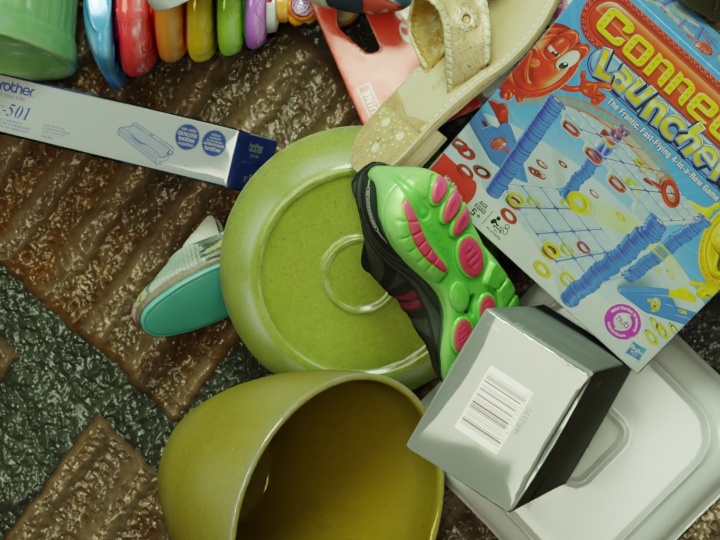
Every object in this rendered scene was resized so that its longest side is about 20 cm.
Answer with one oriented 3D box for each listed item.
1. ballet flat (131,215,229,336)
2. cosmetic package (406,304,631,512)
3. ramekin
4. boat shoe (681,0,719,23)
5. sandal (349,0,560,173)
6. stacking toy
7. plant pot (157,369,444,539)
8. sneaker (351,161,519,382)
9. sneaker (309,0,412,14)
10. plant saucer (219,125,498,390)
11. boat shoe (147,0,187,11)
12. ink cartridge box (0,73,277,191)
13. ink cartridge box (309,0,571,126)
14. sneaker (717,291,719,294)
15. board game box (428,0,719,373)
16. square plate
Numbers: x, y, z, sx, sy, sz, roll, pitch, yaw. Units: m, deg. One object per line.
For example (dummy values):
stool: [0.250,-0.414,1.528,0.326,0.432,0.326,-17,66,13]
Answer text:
ballet flat: [-0.077,-0.019,1.571,0.199,0.069,0.071,-25,54,6]
cosmetic package: [0.109,0.086,1.417,0.090,0.200,0.107,32,99,16]
ramekin: [-0.295,-0.210,1.567,0.198,0.200,0.099,9,83,15]
boat shoe: [0.267,-0.185,1.426,0.072,0.200,0.066,-40,48,28]
sandal: [0.056,-0.155,1.451,0.212,0.070,0.078,-52,43,0]
stacking toy: [-0.097,-0.194,1.570,0.198,0.110,0.117,2,80,1]
plant pot: [-0.060,0.155,1.508,0.141,0.199,0.202,15,93,44]
sneaker: [0.049,0.000,1.470,0.077,0.201,0.084,-36,40,-19]
sneaker: [0.018,-0.271,1.473,0.084,0.075,0.201,16,115,20]
plant saucer: [0.000,0.000,1.523,0.198,0.031,0.202,-1,104,-3]
boat shoe: [-0.089,-0.258,1.507,0.200,0.068,0.057,-48,118,-27]
ink cartridge box: [-0.169,-0.100,1.579,0.198,0.094,0.045,14,92,15]
ink cartridge box: [0.051,-0.208,1.527,0.172,0.044,0.201,-23,83,-3]
sneaker: [0.227,-0.095,1.476,0.114,0.076,0.200,-37,89,7]
board game box: [0.176,-0.070,1.419,0.200,0.056,0.196,42,120,2]
square plate: [0.154,0.115,1.519,0.198,0.028,0.200,-46,78,9]
